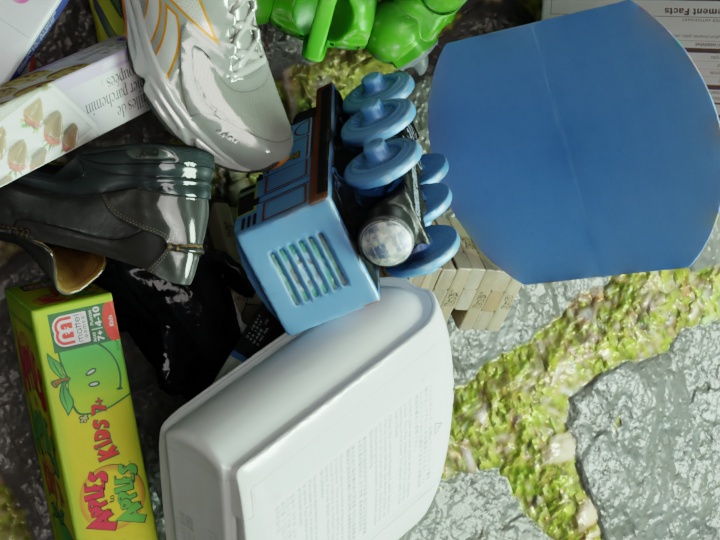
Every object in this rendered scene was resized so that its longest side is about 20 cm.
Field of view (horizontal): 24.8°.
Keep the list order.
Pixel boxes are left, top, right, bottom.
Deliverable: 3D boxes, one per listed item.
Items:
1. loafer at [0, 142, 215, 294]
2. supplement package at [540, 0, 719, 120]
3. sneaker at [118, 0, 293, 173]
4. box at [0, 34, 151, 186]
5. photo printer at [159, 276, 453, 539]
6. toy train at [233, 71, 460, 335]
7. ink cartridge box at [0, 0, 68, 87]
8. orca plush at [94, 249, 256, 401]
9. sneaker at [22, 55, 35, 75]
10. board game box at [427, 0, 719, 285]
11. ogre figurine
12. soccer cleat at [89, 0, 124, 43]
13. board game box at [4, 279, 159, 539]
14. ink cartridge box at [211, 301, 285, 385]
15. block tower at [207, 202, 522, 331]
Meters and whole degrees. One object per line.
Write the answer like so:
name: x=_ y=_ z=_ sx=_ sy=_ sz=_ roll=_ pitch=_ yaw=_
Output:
loafer: x=-0.164 y=-0.023 z=0.891 sx=0.073 sy=0.199 sz=0.073 roll=5 pitch=83 yaw=-50
supplement package: x=0.213 y=-0.169 z=1.036 sx=0.152 sy=0.150 sz=0.201 roll=-1 pitch=97 yaw=-57
sneaker: x=-0.083 y=-0.149 z=0.883 sx=0.200 sy=0.092 sz=0.076 roll=59 pitch=32 yaw=-8
box: x=-0.164 y=-0.082 z=0.856 sx=0.200 sy=0.041 sz=0.039 roll=-39 pitch=124 yaw=-56
photo printer: x=-0.021 y=0.106 z=0.930 sx=0.200 sy=0.069 sz=0.167 roll=-36 pitch=139 yaw=-37
toy train: x=-0.010 y=-0.047 z=0.945 sx=0.114 sy=0.200 sz=0.087 roll=-21 pitch=115 yaw=9
ink cartridge box: x=-0.285 y=-0.127 z=0.863 sx=0.200 sy=0.043 sz=0.197 roll=33 pitch=94 yaw=-8
orca plush: x=-0.112 y=0.054 z=0.968 sx=0.071 sy=0.105 sz=0.201 roll=-69 pitch=155 yaw=-48
sneaker: x=-0.233 y=-0.156 z=0.927 sx=0.082 sy=0.077 sz=0.201 roll=0 pitch=97 yaw=5
board game box: x=0.134 y=-0.076 z=0.980 sx=0.039 sy=0.199 sz=0.159 roll=-30 pitch=107 yaw=-47
ogre figurine: x=-0.016 y=-0.191 z=0.980 sx=0.199 sy=0.098 sz=0.120 roll=8 pitch=111 yaw=-22
soccer cleat: x=-0.149 y=-0.208 z=0.961 sx=0.083 sy=0.065 sz=0.201 roll=1 pitch=100 yaw=6
board game box: x=-0.158 y=0.109 z=0.955 sx=0.047 sy=0.102 sz=0.201 roll=-13 pitch=100 yaw=-18
ink cartridge box: x=-0.023 y=0.090 z=1.016 sx=0.100 sy=0.039 sz=0.200 roll=-59 pitch=147 yaw=-8
block tower: x=0.000 y=0.000 z=1.030 sx=0.199 sy=0.054 sz=0.058 roll=4 pitch=129 yaw=-24
